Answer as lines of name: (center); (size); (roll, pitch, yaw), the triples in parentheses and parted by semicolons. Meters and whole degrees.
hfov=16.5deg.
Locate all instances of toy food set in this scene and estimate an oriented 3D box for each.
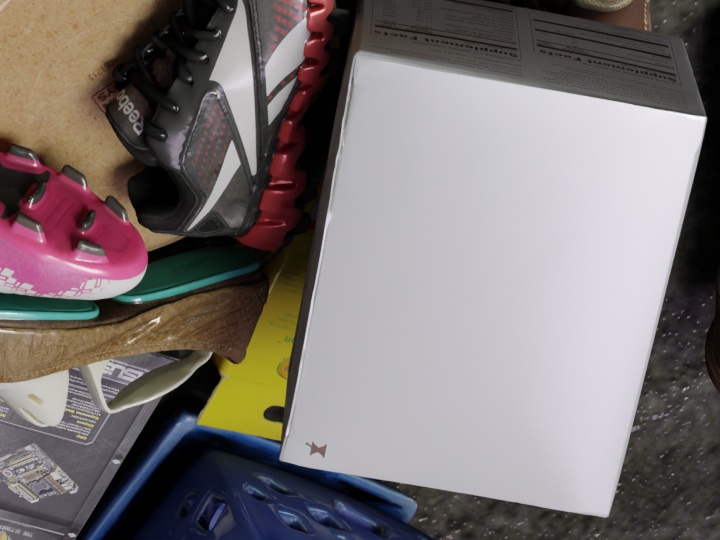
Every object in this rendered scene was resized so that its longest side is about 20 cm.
toy food set: (-0.118, -0.094, 1.182); (0.200, 0.049, 0.198); (-47, 128, 13)

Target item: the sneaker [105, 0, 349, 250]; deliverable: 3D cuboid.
sneaker: (-0.063, -0.093, 1.125); (0.098, 0.071, 0.201); (-5, 129, -22)

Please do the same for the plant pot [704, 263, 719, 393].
plant pot: (0.274, -0.043, 1.312); (0.200, 0.200, 0.198); (-17, 120, -12)

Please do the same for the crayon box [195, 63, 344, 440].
crayon box: (0.000, 0.000, 1.299); (0.127, 0.051, 0.200); (15, 115, -31)

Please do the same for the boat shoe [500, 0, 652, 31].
boat shoe: (0.107, -0.143, 1.229); (0.075, 0.075, 0.202); (-29, 130, -3)

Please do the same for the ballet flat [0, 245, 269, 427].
ballet flat: (-0.132, 0.036, 1.202); (0.200, 0.068, 0.072); (-9, 111, -36)

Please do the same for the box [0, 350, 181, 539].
box: (-0.213, 0.069, 1.254); (0.200, 0.048, 0.158); (19, 114, -32)

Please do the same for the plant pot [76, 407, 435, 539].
plant pot: (-0.055, 0.197, 1.330); (0.200, 0.180, 0.200); (24, 110, -35)

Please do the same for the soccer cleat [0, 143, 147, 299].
soccer cleat: (-0.197, -0.019, 1.134); (0.200, 0.070, 0.086); (20, 122, -3)

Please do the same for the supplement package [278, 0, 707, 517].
supplement package: (0.057, -0.010, 1.132); (0.156, 0.111, 0.200); (10, 114, -3)
